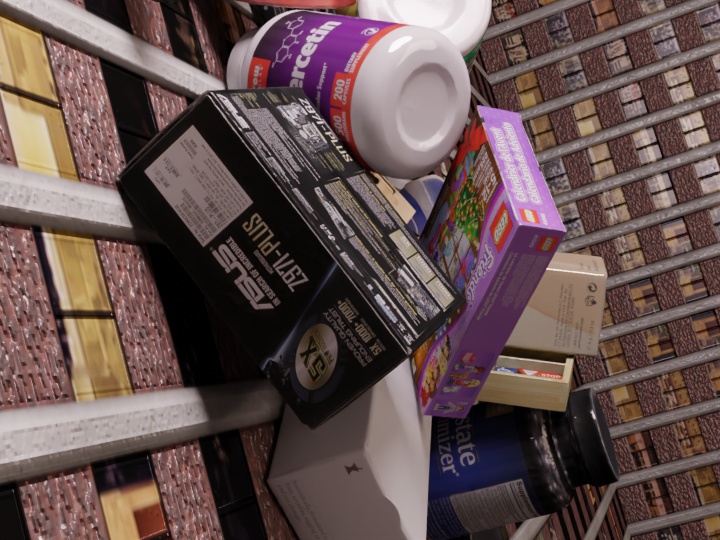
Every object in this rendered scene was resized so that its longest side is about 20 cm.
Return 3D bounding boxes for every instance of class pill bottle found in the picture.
[{"bbox_3d":[0.048,-0.202,0.977,0.200,0.113,0.114,101,-26,-79],"label":"pill bottle"},{"bbox_3d":[0.126,0.173,0.981,0.112,0.199,0.112,-18,90,-75],"label":"pill bottle"},{"bbox_3d":[-0.018,-0.143,0.850,0.112,0.200,0.113,-17,115,-39],"label":"pill bottle"}]

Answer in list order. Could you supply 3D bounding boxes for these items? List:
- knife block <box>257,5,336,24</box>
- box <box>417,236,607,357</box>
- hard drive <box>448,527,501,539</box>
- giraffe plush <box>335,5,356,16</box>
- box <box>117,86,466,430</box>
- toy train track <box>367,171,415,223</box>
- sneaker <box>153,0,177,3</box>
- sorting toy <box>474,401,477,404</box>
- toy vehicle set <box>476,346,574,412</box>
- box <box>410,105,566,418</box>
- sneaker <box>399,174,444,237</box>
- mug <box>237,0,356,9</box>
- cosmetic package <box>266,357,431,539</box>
[{"bbox_3d":[-0.047,-0.194,1.057,0.176,0.064,0.201,53,24,-49],"label":"knife block"},{"bbox_3d":[0.121,0.021,0.999,0.095,0.199,0.078,-54,149,-76],"label":"box"},{"bbox_3d":[0.109,0.237,1.153,0.135,0.042,0.201,50,26,-54],"label":"hard drive"},{"bbox_3d":[0.008,-0.278,1.223,0.173,0.199,0.163,-107,-160,-45],"label":"giraffe plush"},{"bbox_3d":[-0.037,-0.018,0.716,0.200,0.086,0.164,52,20,2],"label":"box"},{"bbox_3d":[-0.027,-0.115,1.015,0.200,0.032,0.115,46,54,-14],"label":"toy train track"},{"bbox_3d":[-0.161,-0.277,0.756,0.090,0.066,0.201,40,31,-58],"label":"sneaker"},{"bbox_3d":[0.110,0.053,1.104,0.200,0.179,0.107,-90,157,-50],"label":"sorting toy"},{"bbox_3d":[0.090,0.082,0.972,0.124,0.199,0.027,-43,138,-72],"label":"toy vehicle set"},{"bbox_3d":[0.083,-0.004,0.823,0.137,0.039,0.200,-102,-155,-46],"label":"box"},{"bbox_3d":[0.064,-0.041,1.180,0.081,0.115,0.199,67,17,8],"label":"sneaker"},{"bbox_3d":[-0.067,-0.321,0.869,0.177,0.133,0.201,-34,136,-59],"label":"mug"},{"bbox_3d":[-0.001,0.126,0.825,0.200,0.081,0.113,-75,144,-61],"label":"cosmetic package"}]
